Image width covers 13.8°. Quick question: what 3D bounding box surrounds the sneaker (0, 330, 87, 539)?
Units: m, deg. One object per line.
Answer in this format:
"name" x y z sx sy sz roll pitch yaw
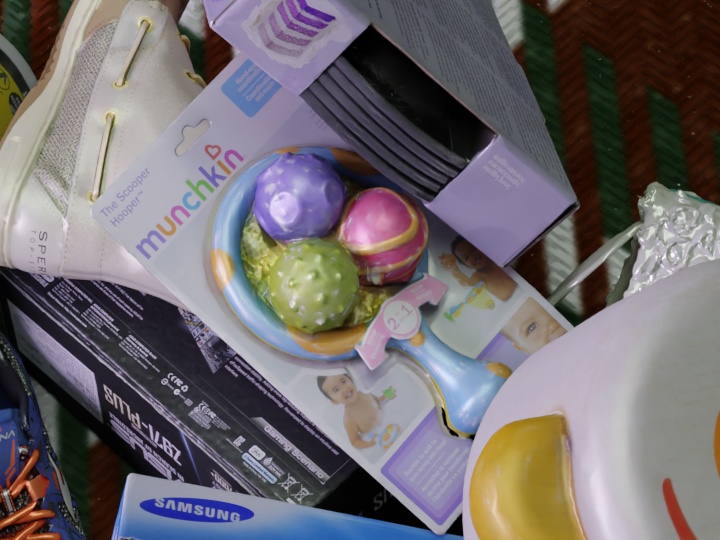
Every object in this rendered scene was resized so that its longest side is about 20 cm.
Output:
"sneaker" -0.163 0.100 1.321 0.075 0.079 0.200 -21 59 -11

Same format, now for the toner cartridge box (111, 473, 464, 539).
"toner cartridge box" -0.010 0.149 1.245 0.199 0.095 0.043 12 37 -7

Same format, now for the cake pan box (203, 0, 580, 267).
"cake pan box" 0.002 -0.111 1.283 0.052 0.184 0.200 -44 32 17

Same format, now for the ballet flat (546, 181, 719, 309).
"ballet flat" 0.097 0.047 1.313 0.072 0.072 0.200 36 94 22

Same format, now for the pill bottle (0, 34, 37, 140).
"pill bottle" -0.225 -0.033 1.347 0.112 0.113 0.200 12 32 10

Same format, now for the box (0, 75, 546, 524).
"box" -0.041 0.026 1.359 0.200 0.086 0.164 39 66 24

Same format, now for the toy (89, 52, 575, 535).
"toy" 0.000 0.000 1.240 0.200 0.047 0.115 44 64 -3

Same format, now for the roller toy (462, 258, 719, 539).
"roller toy" 0.144 0.091 1.174 0.200 0.140 0.183 38 60 -10

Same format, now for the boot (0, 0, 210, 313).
"boot" -0.066 -0.065 1.328 0.154 0.072 0.201 18 59 11
